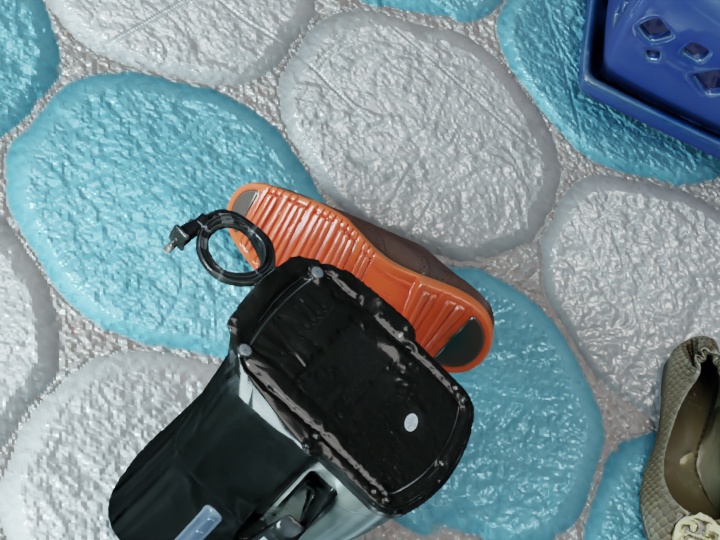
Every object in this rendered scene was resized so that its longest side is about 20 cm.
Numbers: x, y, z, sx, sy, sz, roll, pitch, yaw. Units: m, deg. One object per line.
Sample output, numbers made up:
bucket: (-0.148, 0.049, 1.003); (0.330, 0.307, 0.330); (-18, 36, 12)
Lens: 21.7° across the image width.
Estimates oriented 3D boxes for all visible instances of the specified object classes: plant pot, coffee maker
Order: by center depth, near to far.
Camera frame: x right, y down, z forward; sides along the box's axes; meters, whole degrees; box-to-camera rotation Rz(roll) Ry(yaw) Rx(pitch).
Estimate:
coffee maker: (-0.057, 0.088, 1.078); (0.134, 0.200, 0.193); (-17, 71, -39)
plant pot: (0.283, -0.210, 1.486); (0.199, 0.180, 0.201); (23, 51, -14)

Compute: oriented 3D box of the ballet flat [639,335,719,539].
ballet flat: (0.237, 0.128, 1.319); (0.067, 0.046, 0.201); (23, 51, -13)

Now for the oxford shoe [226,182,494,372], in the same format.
oxford shoe: (0.000, 0.000, 1.274); (0.199, 0.071, 0.073); (32, 20, -2)
